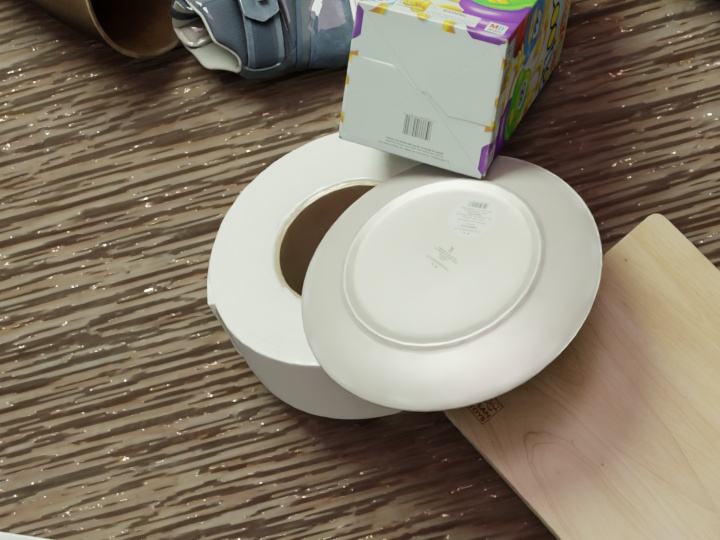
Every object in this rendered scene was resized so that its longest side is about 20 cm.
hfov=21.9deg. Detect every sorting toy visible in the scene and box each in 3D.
[{"bbox_3d":[0.193,0.103,1.241,0.199,0.070,0.200,-40,71,-6],"label":"sorting toy"}]

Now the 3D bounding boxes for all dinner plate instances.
[{"bbox_3d":[0.054,0.000,1.188,0.200,0.024,0.200,-10,51,13],"label":"dinner plate"}]

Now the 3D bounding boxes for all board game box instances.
[{"bbox_3d":[0.072,-0.162,1.271,0.105,0.103,0.200,17,33,13],"label":"board game box"}]

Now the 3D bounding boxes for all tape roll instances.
[{"bbox_3d":[0.000,0.000,1.268,0.202,0.071,0.203,-10,52,14],"label":"tape roll"}]

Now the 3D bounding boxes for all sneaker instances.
[{"bbox_3d":[-0.076,-0.235,1.375,0.146,0.077,0.203,-12,71,-10],"label":"sneaker"}]

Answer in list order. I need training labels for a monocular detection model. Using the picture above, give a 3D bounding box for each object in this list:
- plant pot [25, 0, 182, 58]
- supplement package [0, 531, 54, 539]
[{"bbox_3d":[-0.222,-0.272,1.381,0.200,0.187,0.187,19,75,27],"label":"plant pot"},{"bbox_3d":[-0.220,0.279,1.176,0.147,0.191,0.200,7,74,11],"label":"supplement package"}]
